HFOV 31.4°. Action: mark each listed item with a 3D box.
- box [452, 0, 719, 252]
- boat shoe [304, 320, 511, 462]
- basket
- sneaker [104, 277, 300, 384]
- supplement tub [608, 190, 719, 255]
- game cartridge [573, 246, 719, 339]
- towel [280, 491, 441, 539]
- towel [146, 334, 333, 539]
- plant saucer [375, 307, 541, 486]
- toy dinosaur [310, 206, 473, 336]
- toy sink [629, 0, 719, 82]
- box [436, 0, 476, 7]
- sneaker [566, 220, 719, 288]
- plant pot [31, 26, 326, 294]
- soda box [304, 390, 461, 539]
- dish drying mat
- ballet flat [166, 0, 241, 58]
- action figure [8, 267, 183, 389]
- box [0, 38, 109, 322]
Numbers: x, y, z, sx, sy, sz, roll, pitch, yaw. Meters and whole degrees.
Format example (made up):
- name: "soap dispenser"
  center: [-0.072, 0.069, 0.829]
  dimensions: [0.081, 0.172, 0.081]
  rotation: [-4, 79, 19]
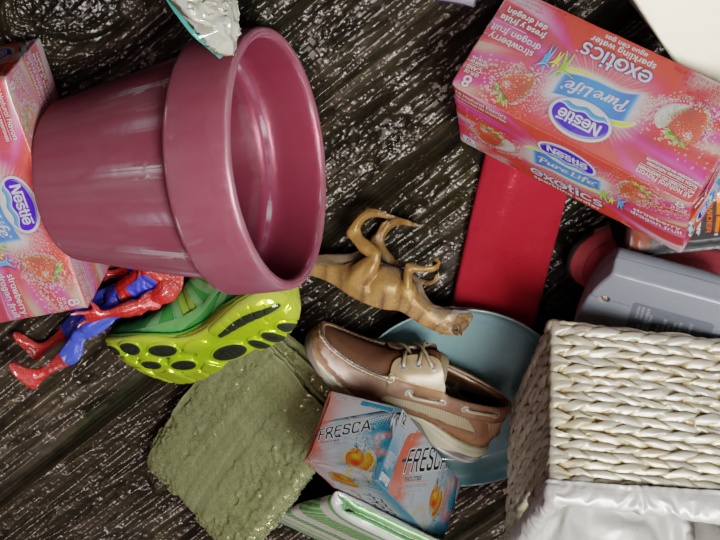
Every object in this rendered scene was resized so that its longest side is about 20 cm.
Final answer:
- name: "box"
  center: [0.176, -0.111, 0.951]
  dimensions: [0.200, 0.100, 0.096]
  rotation: [30, 77, 17]
- name: "boat shoe"
  center: [0.044, 0.090, 1.089]
  dimensions: [0.200, 0.076, 0.072]
  rotation: [29, 116, -25]
- name: "basket"
  center: [0.224, 0.156, 1.029]
  dimensions: [0.199, 0.161, 0.198]
  rotation: [7, 150, -2]
- name: "sneaker"
  center: [-0.130, 0.039, 1.096]
  dimensions: [0.199, 0.084, 0.074]
  rotation: [-19, 132, 27]
- name: "supplement tub"
  center: [0.304, -0.072, 1.034]
  dimensions: [0.199, 0.107, 0.107]
  rotation: [-7, 117, 1]
- name: "game cartridge"
  center: [0.245, 0.051, 1.069]
  dimensions: [0.133, 0.041, 0.200]
  rotation: [13, 151, 9]
- name: "towel"
  center: [0.006, 0.238, 1.152]
  dimensions: [0.152, 0.200, 0.023]
  rotation: [26, 71, -12]
- name: "towel"
  center: [-0.098, 0.146, 1.132]
  dimensions: [0.148, 0.036, 0.200]
  rotation: [44, 112, 21]
- name: "plant saucer"
  center: [0.089, 0.111, 1.153]
  dimensions: [0.199, 0.027, 0.201]
  rotation: [2, 122, 3]
- name: "toy dinosaur"
  center: [0.000, 0.000, 1.076]
  dimensions: [0.199, 0.060, 0.107]
  rotation: [18, 92, 12]
- name: "toy sink"
  center: [0.238, -0.256, 0.936]
  dimensions: [0.130, 0.112, 0.200]
  rotation: [-35, 108, 15]
- name: "box"
  center: [-0.001, -0.284, 0.932]
  dimensions: [0.199, 0.079, 0.142]
  rotation: [8, 114, -6]
- name: "sneaker"
  center: [0.276, 0.006, 1.084]
  dimensions: [0.199, 0.087, 0.074]
  rotation: [8, 116, -6]
- name: "plant pot"
  center: [-0.141, -0.077, 0.978]
  dimensions: [0.178, 0.200, 0.201]
  rotation: [-4, 118, 17]
- name: "soda box"
  center: [0.024, 0.170, 1.080]
  dimensions: [0.068, 0.064, 0.200]
  rotation: [12, 159, 24]
- name: "dish drying mat"
  center: [0.127, -0.019, 1.104]
  dimensions: [0.076, 0.018, 0.201]
  rotation: [9, 118, -3]
- name: "ballet flat"
  center: [-0.132, -0.235, 0.898]
  dimensions: [0.072, 0.200, 0.072]
  rotation: [-29, 152, -17]
- name: "action figure"
  center: [-0.214, 0.028, 1.088]
  dimensions: [0.200, 0.066, 0.052]
  rotation: [-30, 121, 14]
- name: "box"
  center: [-0.279, -0.068, 1.016]
  dimensions: [0.102, 0.095, 0.201]
  rotation: [-9, 117, 8]
